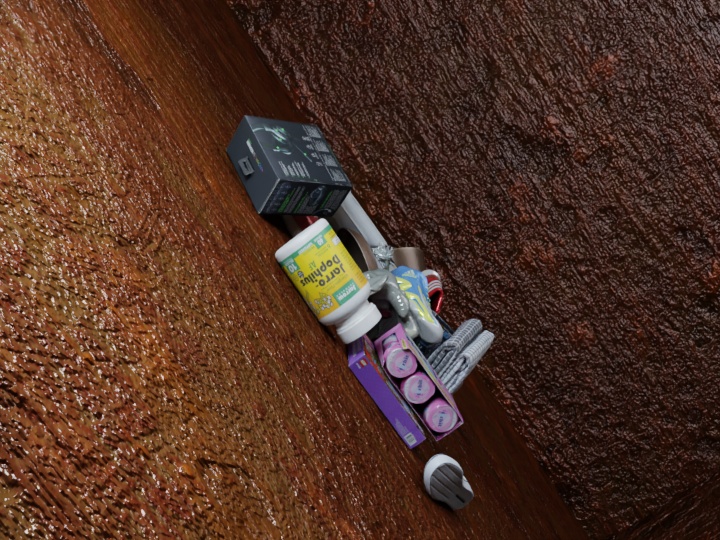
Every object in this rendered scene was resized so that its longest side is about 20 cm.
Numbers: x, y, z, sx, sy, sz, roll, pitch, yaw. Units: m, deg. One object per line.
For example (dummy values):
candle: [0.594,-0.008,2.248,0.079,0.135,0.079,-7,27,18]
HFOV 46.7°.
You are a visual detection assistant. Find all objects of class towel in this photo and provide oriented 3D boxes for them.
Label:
towel: [0.179,0.204,1.749,0.085,0.201,0.165,41,28,8]

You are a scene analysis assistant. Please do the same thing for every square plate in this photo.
square plate: [-0.062,-0.110,1.881,0.201,0.196,0.029,53,52,-25]

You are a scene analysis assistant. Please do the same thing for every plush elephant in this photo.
plush elephant: [0.006,0.055,1.619,0.163,0.153,0.205,6,-76,47]

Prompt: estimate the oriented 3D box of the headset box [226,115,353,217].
headset box: [-0.143,-0.199,1.610,0.197,0.093,0.176,-1,50,-43]

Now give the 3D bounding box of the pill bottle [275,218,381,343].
pill bottle: [-0.052,0.022,1.457,0.202,0.112,0.113,56,7,-6]

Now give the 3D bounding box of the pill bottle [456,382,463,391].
pill bottle: [0.175,0.217,2.097,0.202,0.111,0.112,60,9,31]

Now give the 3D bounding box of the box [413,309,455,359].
box: [0.130,0.171,1.810,0.046,0.160,0.200,36,-2,27]

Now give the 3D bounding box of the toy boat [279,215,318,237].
toy boat: [-0.113,-0.156,1.752,0.202,0.130,0.130,58,8,20]

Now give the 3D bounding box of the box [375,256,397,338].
box: [0.047,0.051,1.899,0.059,0.117,0.201,21,25,-37]

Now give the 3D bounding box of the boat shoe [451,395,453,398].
boat shoe: [0.167,0.277,1.949,0.202,0.071,0.068,54,11,0]

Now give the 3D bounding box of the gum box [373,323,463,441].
gum box: [0.105,0.203,1.558,0.201,0.066,0.114,54,5,-18]

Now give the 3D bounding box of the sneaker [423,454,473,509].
sneaker: [0.143,0.364,1.473,0.071,0.073,0.201,49,-7,36]

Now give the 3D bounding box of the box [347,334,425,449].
box: [0.046,0.215,1.541,0.202,0.039,0.137,55,7,-15]

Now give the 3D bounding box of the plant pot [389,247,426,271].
plant pot: [0.096,0.076,2.039,0.187,0.184,0.204,39,32,-66]

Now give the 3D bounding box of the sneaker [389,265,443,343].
sneaker: [0.118,0.056,1.697,0.200,0.104,0.077,44,-31,26]

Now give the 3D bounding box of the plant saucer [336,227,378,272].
plant saucer: [0.000,0.000,1.830,0.200,0.034,0.205,162,-89,-72]

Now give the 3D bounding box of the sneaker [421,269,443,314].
sneaker: [0.108,0.092,1.890,0.078,0.201,0.116,36,16,-19]
